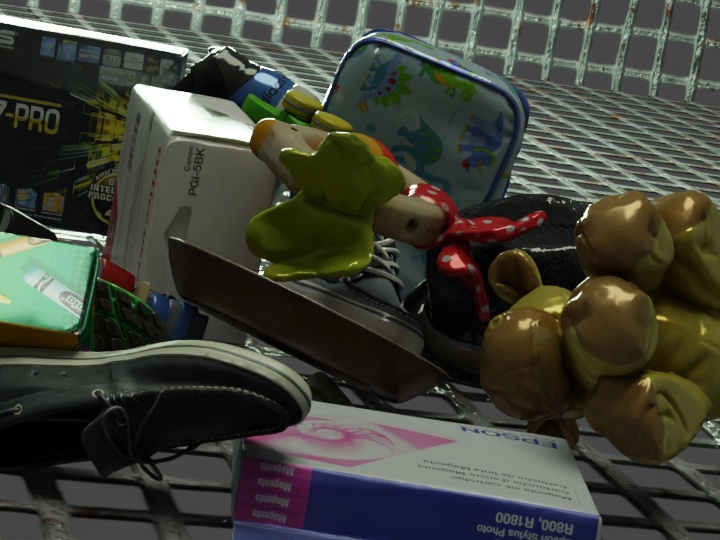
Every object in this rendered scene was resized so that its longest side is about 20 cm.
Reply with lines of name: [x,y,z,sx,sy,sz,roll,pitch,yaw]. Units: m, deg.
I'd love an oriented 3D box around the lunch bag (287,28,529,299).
lunch bag: [0.035,-0.073,1.798,0.160,0.200,0.082,22,13,3]

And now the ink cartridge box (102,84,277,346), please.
ink cartridge box: [-0.124,-0.042,1.656,0.083,0.147,0.200,8,12,-15]

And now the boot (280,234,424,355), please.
boot: [0.000,0.000,1.635,0.073,0.091,0.200,31,-4,-30]

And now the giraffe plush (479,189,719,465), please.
giraffe plush: [0.143,0.043,1.405,0.162,0.173,0.200,-6,-18,37]

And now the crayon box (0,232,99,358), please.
crayon box: [-0.247,0.026,1.279,0.199,0.058,0.119,9,-33,-2]

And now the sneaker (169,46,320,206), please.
sneaker: [-0.110,-0.099,1.827,0.111,0.200,0.077,34,55,6]

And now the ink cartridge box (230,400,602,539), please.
ink cartridge box: [0.028,0.120,1.266,0.196,0.043,0.200,9,10,-5]

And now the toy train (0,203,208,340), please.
toy train: [-0.163,0.006,1.417,0.046,0.034,0.200,-3,-25,45]

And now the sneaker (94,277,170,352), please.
sneaker: [-0.212,0.030,1.386,0.199,0.078,0.085,6,9,3]

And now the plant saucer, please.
plant saucer: [-0.040,0.037,1.479,0.200,0.035,0.200,27,-3,2]

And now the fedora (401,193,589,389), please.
fedora: [0.116,0.003,1.623,0.200,0.092,0.201,-7,30,4]

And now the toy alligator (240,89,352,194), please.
toy alligator: [-0.018,-0.077,1.677,0.054,0.059,0.200,12,19,-42]

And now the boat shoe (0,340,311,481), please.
boat shoe: [-0.124,0.078,1.222,0.199,0.062,0.075,-1,-35,11]

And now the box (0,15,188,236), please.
box: [-0.249,-0.117,1.882,0.199,0.162,0.049,11,11,1]

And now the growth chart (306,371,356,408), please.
growth chart: [-0.096,0.073,1.448,0.199,0.018,0.145,9,12,-7]

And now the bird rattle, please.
bird rattle: [0.014,-0.053,1.520,0.200,0.113,0.163,3,28,-38]
